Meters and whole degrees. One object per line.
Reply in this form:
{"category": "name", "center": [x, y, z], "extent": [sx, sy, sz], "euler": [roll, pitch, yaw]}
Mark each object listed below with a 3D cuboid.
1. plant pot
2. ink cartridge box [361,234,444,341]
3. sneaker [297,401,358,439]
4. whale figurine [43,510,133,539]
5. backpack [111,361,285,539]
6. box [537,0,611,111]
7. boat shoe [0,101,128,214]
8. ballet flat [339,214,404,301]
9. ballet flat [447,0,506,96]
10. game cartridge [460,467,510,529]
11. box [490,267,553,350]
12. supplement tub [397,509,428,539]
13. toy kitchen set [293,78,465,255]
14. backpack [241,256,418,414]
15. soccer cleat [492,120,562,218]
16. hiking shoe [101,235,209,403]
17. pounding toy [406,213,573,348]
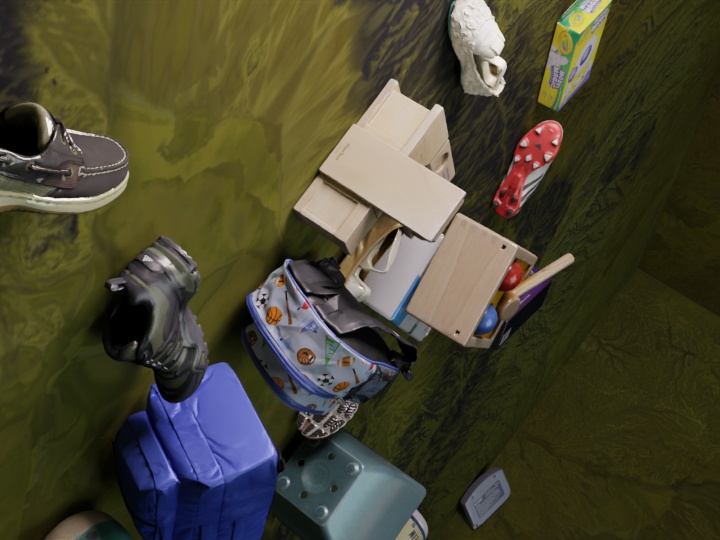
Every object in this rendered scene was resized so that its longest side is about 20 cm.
{"category": "plant pot", "center": [-0.039, 0.361, 1.636], "extent": [0.196, 0.195, 0.200], "euler": [-52, 151, -12]}
{"category": "ink cartridge box", "center": [0.078, 0.014, 1.533], "extent": [0.146, 0.083, 0.200], "euler": [-58, 160, -3]}
{"category": "sneaker", "center": [-0.024, 0.198, 1.588], "extent": [0.200, 0.077, 0.085], "euler": [-47, 163, -26]}
{"category": "whale figurine", "center": [-0.320, 0.353, 1.071], "extent": [0.200, 0.103, 0.160], "euler": [-37, 152, -44]}
{"category": "backpack", "center": [-0.188, 0.228, 1.131], "extent": [0.166, 0.163, 0.201], "euler": [-14, 142, -20]}
{"category": "box", "center": [0.361, -0.378, 1.678], "extent": [0.117, 0.048, 0.201], "euler": [-46, 156, -29]}
{"category": "boat shoe", "center": [-0.229, -0.082, 0.690], "extent": [0.200, 0.072, 0.066], "euler": [-13, 138, -57]}
{"category": "ballet flat", "center": [0.000, 0.000, 1.362], "extent": [0.201, 0.063, 0.069], "euler": [-58, 160, 1]}
{"category": "ballet flat", "center": [0.162, -0.291, 1.311], "extent": [0.072, 0.071, 0.200], "euler": [-54, 159, -9]}
{"category": "game cartridge", "center": [0.431, 0.779, 3.457], "extent": [0.199, 0.041, 0.134], "euler": [-36, 118, -28]}
{"category": "box", "center": [0.261, 0.047, 1.933], "extent": [0.200, 0.140, 0.079], "euler": [-35, 149, -47]}
{"category": "supplement tub", "center": [0.044, 0.622, 2.267], "extent": [0.200, 0.144, 0.146], "euler": [-46, 157, -29]}
{"category": "toy kitchen set", "center": [0.056, -0.080, 1.227], "extent": [0.201, 0.162, 0.181], "euler": [-53, 160, -11]}
{"category": "backpack", "center": [-0.055, 0.075, 1.195], "extent": [0.154, 0.200, 0.190], "euler": [-44, 157, 2]}
{"category": "soccer cleat", "center": [0.302, -0.185, 1.807], "extent": [0.201, 0.068, 0.085], "euler": [-63, 168, 24]}
{"category": "hiking shoe", "center": [-0.208, 0.063, 0.974], "extent": [0.100, 0.075, 0.202], "euler": [-32, 140, -34]}
{"category": "pounding toy", "center": [0.195, 0.018, 1.466], "extent": [0.185, 0.141, 0.200], "euler": [-62, 159, 5]}
